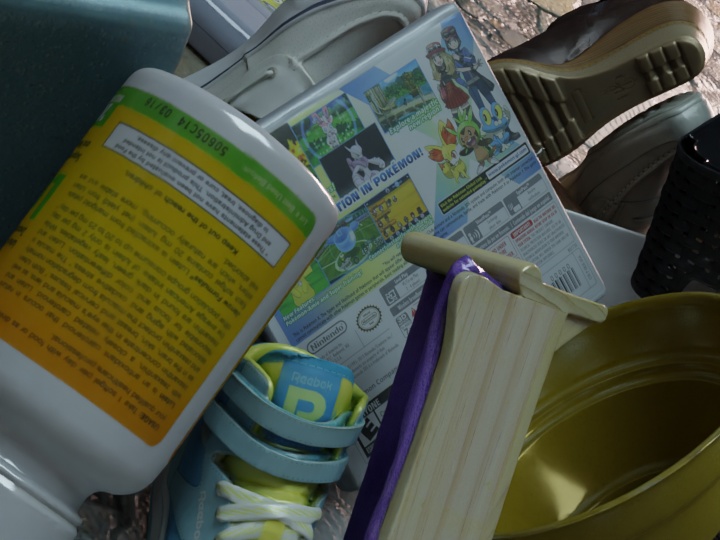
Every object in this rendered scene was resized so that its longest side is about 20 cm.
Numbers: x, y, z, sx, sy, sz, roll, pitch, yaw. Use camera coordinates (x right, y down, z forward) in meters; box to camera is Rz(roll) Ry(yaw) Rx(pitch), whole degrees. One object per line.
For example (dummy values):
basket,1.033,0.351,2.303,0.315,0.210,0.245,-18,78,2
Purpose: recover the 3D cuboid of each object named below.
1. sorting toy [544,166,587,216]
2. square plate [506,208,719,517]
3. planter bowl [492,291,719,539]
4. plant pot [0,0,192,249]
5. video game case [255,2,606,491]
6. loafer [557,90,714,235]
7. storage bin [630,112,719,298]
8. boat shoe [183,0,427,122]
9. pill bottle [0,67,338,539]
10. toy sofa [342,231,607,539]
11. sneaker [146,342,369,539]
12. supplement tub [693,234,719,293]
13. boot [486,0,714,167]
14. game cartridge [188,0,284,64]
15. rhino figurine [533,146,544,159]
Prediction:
sorting toy,0.044,-0.036,1.229,0.185,0.037,0.200,-19,56,-34
square plate,0.106,0.052,1.124,0.199,0.028,0.199,18,57,-6
planter bowl,0.129,0.101,1.009,0.084,0.200,0.201,61,23,-21
plant pot,-0.221,-0.119,0.947,0.200,0.196,0.197,7,41,-27
video game case,0.020,-0.016,1.030,0.200,0.022,0.183,-35,102,-31
loafer,0.170,-0.050,1.272,0.070,0.200,0.070,-31,83,-30
storage bin,0.260,-0.030,1.140,0.135,0.094,0.200,28,32,22
boat shoe,-0.044,-0.093,1.095,0.071,0.200,0.070,41,25,-51
pill bottle,-0.108,0.024,0.846,0.111,0.200,0.111,34,-10,7
toy sofa,0.026,0.086,0.908,0.097,0.201,0.083,18,-1,-41
sneaker,-0.045,0.110,0.868,0.079,0.131,0.200,18,35,-21
supplement tub,0.249,0.064,1.217,0.144,0.145,0.200,19,24,-31
boot,0.125,-0.126,1.273,0.166,0.199,0.073,-85,157,-72
game cartridge,-0.053,-0.177,1.355,0.133,0.041,0.200,40,29,9
rhino figurine,0.009,-0.067,1.135,0.060,0.199,0.088,57,40,-50
